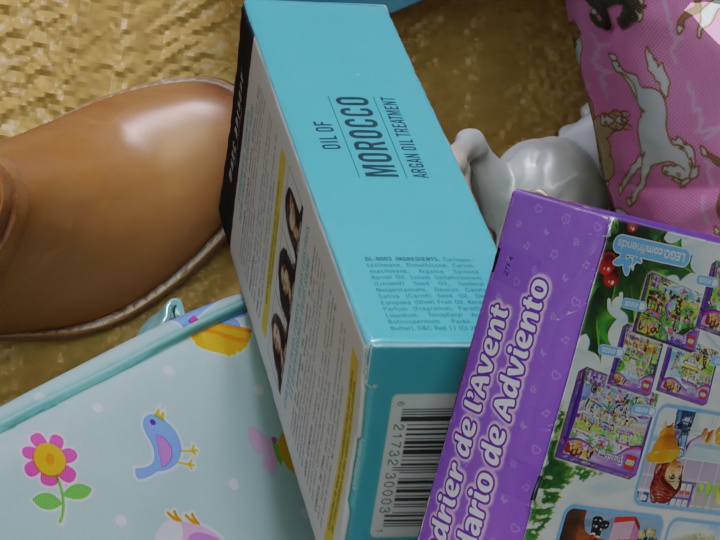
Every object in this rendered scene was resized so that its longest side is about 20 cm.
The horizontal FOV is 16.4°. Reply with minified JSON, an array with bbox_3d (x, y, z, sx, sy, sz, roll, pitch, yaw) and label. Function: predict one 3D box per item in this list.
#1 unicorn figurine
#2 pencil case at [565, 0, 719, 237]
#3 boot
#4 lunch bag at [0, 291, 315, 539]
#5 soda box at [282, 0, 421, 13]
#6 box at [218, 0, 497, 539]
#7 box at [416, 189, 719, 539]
[{"bbox_3d":[0.067,-0.002,0.826,0.074,0.137,0.201,16,98,18],"label":"unicorn figurine"},{"bbox_3d":[0.114,-0.060,0.758,0.083,0.086,0.201,-19,102,-40],"label":"pencil case"},{"bbox_3d":[-0.115,-0.017,0.787,0.200,0.155,0.074,-29,81,-9],"label":"boot"},{"bbox_3d":[-0.054,0.097,0.776,0.200,0.077,0.161,-26,76,-41],"label":"lunch bag"},{"bbox_3d":[0.056,-0.151,0.836,0.200,0.068,0.064,-21,35,8],"label":"soda box"},{"bbox_3d":[0.000,0.000,0.740,0.049,0.200,0.082,0,122,-13],"label":"box"},{"bbox_3d":[0.103,0.063,0.678,0.200,0.039,0.137,12,95,-42],"label":"box"}]
